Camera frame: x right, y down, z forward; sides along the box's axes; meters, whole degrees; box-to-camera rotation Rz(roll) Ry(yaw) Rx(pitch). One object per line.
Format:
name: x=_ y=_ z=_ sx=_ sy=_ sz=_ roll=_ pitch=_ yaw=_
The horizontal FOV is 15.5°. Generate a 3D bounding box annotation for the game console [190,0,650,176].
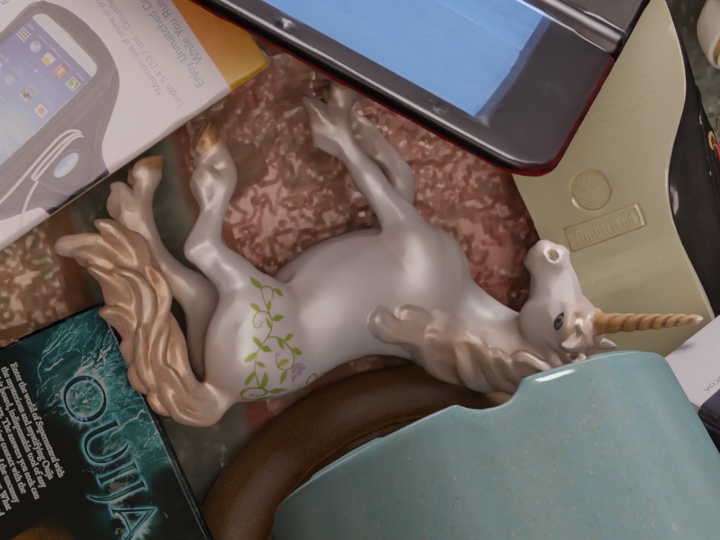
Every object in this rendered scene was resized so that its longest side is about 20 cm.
game console: x=0.016 y=-0.148 z=0.911 sx=0.200 sy=0.119 sz=0.172 roll=29 pitch=92 yaw=2

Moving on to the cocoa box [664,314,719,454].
cocoa box: x=0.229 y=0.051 z=0.950 sx=0.200 sy=0.131 sz=0.133 roll=-36 pitch=125 yaw=-17

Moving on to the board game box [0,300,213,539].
board game box: x=-0.110 y=0.127 z=0.934 sx=0.135 sy=0.028 sz=0.200 roll=-24 pitch=76 yaw=-3

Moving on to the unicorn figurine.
unicorn figurine: x=0.000 y=0.000 z=0.963 sx=0.200 sy=0.074 sz=0.137 roll=-23 pitch=84 yaw=-8

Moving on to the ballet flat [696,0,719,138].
ballet flat: x=0.163 y=-0.075 z=0.975 sx=0.070 sy=0.067 sz=0.200 roll=-22 pitch=125 yaw=-2

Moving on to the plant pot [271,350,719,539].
plant pot: x=0.071 y=0.144 z=0.875 sx=0.200 sy=0.200 sz=0.196 roll=-21 pitch=76 yaw=-9

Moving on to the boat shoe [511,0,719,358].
boat shoe: x=0.100 y=-0.036 z=0.999 sx=0.074 sy=0.063 sz=0.202 roll=-12 pitch=94 yaw=21

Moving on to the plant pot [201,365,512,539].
plant pot: x=0.032 y=0.132 z=0.980 sx=0.200 sy=0.027 sz=0.200 roll=2 pitch=78 yaw=-11

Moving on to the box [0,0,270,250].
box: x=-0.148 y=-0.068 z=0.961 sx=0.200 sy=0.041 sz=0.119 roll=-34 pitch=98 yaw=-5

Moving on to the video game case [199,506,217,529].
video game case: x=-0.084 y=0.177 z=0.993 sx=0.200 sy=0.023 sz=0.182 roll=10 pitch=91 yaw=-11
